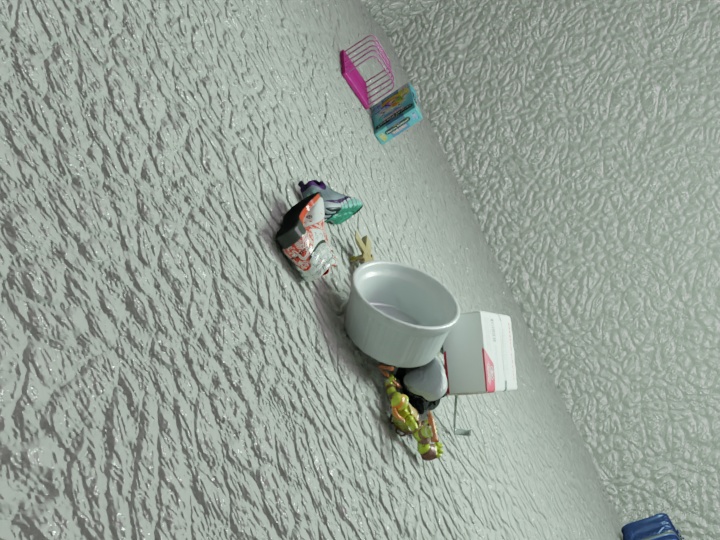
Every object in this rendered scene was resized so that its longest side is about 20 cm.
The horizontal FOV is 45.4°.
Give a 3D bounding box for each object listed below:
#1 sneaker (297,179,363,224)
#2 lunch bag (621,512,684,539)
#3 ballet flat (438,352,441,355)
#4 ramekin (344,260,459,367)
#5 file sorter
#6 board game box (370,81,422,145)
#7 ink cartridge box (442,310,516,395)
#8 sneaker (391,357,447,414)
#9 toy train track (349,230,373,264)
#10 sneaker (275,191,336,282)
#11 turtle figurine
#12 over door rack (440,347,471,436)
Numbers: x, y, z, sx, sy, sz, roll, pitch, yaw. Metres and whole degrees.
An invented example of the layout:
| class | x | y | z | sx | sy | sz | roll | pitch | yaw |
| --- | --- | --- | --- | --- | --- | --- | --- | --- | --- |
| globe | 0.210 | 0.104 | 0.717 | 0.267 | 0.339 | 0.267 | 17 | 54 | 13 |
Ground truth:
| class | x | y | z | sx | sy | sz | roll | pitch | yaw |
| --- | --- | --- | --- | --- | --- | --- | --- | --- | --- |
| sneaker | -0.057 | -0.145 | 1.705 | 0.088 | 0.074 | 0.200 | 57 | 16 | 8 |
| lunch bag | 1.004 | 0.933 | 2.932 | 0.137 | 0.197 | 0.133 | 55 | 18 | -35 |
| ballet flat | 0.157 | 0.149 | 1.875 | 0.074 | 0.072 | 0.200 | 66 | 14 | 21 |
| ramekin | 0.066 | 0.078 | 1.503 | 0.197 | 0.099 | 0.202 | 15 | 29 | -8 |
| file sorter | 0.026 | -0.633 | 2.709 | 0.140 | 0.124 | 0.201 | 51 | 18 | -29 |
| board game box | 0.110 | -0.492 | 2.678 | 0.047 | 0.150 | 0.201 | 49 | 19 | -29 |
| ink cartridge box | 0.225 | 0.157 | 1.617 | 0.199 | 0.083 | 0.148 | 12 | 72 | -64 |
| sneaker | 0.121 | 0.212 | 1.559 | 0.115 | 0.075 | 0.200 | 59 | -9 | -22 |
| toy train track | 0.000 | 0.000 | 1.714 | 0.201 | 0.032 | 0.116 | -85 | 150 | -54 |
| sneaker | -0.083 | -0.054 | 1.477 | 0.109 | 0.067 | 0.202 | 57 | 20 | -16 |
| turtle figurine | 0.089 | 0.259 | 1.458 | 0.200 | 0.064 | 0.162 | 45 | -9 | 47 |
| over door rack | 0.187 | 0.219 | 1.740 | 0.202 | 0.065 | 0.149 | 70 | 26 | -44 |
